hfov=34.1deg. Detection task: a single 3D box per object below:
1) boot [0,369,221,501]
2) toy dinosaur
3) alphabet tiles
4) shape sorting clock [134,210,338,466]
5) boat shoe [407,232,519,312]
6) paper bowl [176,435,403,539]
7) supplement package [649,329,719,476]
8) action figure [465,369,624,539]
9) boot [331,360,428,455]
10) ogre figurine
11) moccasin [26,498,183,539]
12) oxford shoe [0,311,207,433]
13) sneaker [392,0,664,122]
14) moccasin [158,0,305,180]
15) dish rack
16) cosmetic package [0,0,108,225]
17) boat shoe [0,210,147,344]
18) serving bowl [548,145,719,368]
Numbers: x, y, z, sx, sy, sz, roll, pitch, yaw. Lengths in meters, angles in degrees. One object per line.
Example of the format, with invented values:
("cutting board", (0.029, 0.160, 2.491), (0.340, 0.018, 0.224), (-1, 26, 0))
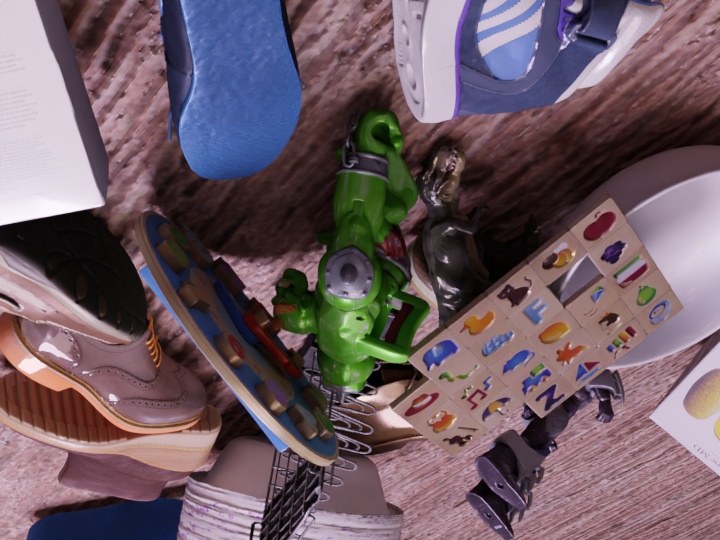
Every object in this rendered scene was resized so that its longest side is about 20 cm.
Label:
("boot", (-0.230, 0.151, 0.987), (0.199, 0.073, 0.166), (14, 143, -28))
("toy dinosaur", (0.084, 0.007, 0.818), (0.087, 0.047, 0.201), (-6, 105, -7))
("alphabet tiles", (0.119, 0.051, 0.808), (0.200, 0.008, 0.167), (-39, 140, 8))
("shape sorting clock", (-0.075, 0.041, 0.755), (0.039, 0.200, 0.200), (-38, 145, 0))
("boat shoe", (0.103, 0.028, 0.906), (0.199, 0.072, 0.076), (27, 157, -29))
("paper bowl", (-0.059, 0.210, 1.056), (0.199, 0.105, 0.201), (9, 176, 1))
("supplement package", (0.352, 0.081, 0.986), (0.109, 0.114, 0.200), (-41, 164, -35))
("action figure", (0.165, 0.132, 1.014), (0.200, 0.069, 0.130), (-46, 172, -34))
("boot", (0.058, 0.103, 1.011), (0.199, 0.074, 0.076), (-22, 136, 20))
("ogre figurine", (0.000, 0.000, 0.768), (0.098, 0.120, 0.200), (21, 143, -10))
("moccasin", (-0.227, 0.270, 1.162), (0.198, 0.081, 0.068), (0, 134, 6))
("oxford shoe", (-0.173, 0.068, 0.880), (0.073, 0.072, 0.200), (-34, 144, 19))
("sneaker", (0.094, -0.164, 0.606), (0.145, 0.081, 0.201), (-15, 145, -10))
("moccasin", (-0.067, -0.127, 0.615), (0.080, 0.069, 0.200), (-11, 150, -15))
("dish rack", (-0.029, 0.122, 0.896), (0.054, 0.201, 0.154), (19, 140, -12))
("cosmetic package", (-0.244, -0.088, 0.594), (0.199, 0.052, 0.151), (-10, 131, -1))
("boat shoe", (-0.221, -0.010, 0.749), (0.074, 0.076, 0.200), (-22, 138, 26))
("serving bowl", (0.216, -0.018, 0.854), (0.199, 0.066, 0.201), (-15, 139, -13))
